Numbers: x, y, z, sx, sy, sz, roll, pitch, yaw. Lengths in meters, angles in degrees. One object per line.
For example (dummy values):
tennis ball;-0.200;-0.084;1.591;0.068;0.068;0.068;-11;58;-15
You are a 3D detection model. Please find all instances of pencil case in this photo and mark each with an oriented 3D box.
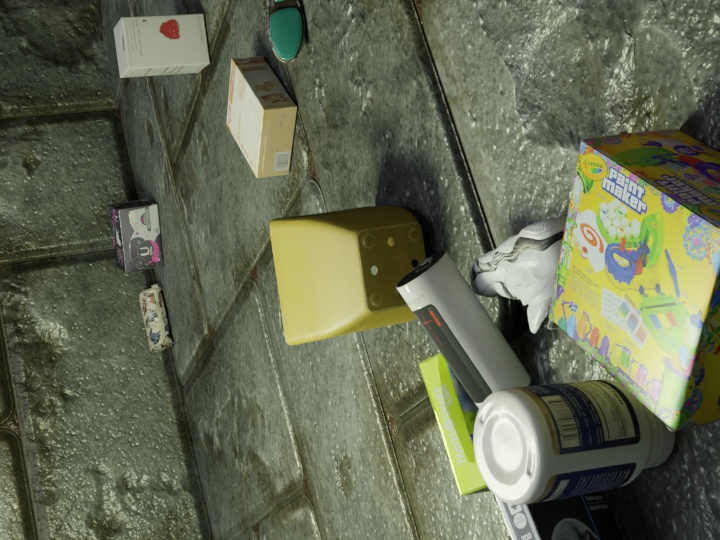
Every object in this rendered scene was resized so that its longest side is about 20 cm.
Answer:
pencil case;-0.644;0.151;3.169;0.089;0.077;0.203;-27;72;43

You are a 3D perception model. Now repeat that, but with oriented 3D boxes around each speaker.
speaker;0.130;0.077;1.267;0.201;0.081;0.081;56;157;-7

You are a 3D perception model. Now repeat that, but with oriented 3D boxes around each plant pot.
plant pot;0.000;0.000;1.511;0.199;0.193;0.198;-7;92;60

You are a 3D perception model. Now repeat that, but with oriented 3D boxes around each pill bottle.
pill bottle;0.222;0.170;1.021;0.110;0.197;0.113;2;92;59

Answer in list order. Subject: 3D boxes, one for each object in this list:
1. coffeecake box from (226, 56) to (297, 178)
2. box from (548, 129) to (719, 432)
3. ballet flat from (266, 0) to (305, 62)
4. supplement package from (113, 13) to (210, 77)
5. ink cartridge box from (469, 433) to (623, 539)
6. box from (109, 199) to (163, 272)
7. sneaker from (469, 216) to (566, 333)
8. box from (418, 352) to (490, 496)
coffeecake box;-0.200;-0.307;1.994;0.201;0.072;0.155;-122;33;-43
box;0.288;0.001;0.920;0.200;0.120;0.196;-131;39;-52
ballet flat;-0.137;-0.474;1.823;0.072;0.071;0.204;170;91;-66
supplement package;-0.471;-0.533;2.381;0.119;0.197;0.124;178;83;-66
ink cartridge box;0.217;0.264;1.100;0.043;0.197;0.203;-35;63;28
box;-0.696;-0.108;3.132;0.114;0.130;0.204;24;120;58
sneaker;0.198;0.023;1.193;0.200;0.074;0.117;-42;58;59
box;0.142;0.189;1.326;0.047;0.121;0.203;-26;70;26
